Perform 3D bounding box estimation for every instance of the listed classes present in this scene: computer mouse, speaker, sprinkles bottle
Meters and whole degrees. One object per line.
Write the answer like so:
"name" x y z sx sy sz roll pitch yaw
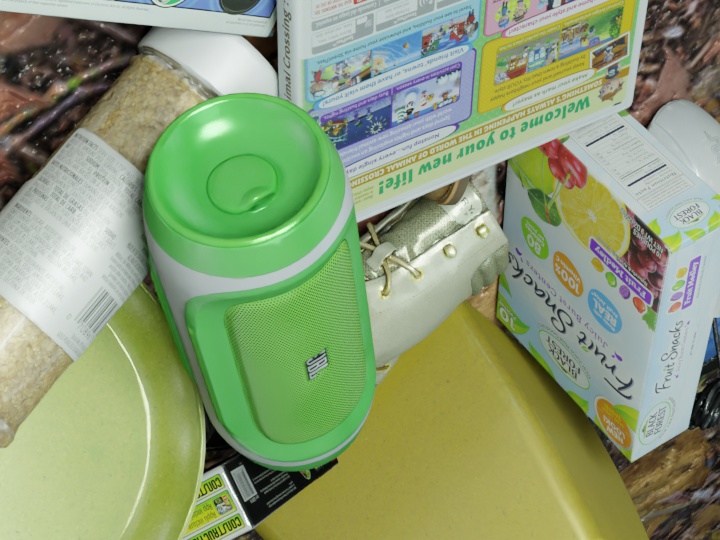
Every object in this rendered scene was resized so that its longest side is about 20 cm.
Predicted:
"computer mouse" 0.225 -0.009 1.002 0.109 0.044 0.202 -22 103 -36
"speaker" -0.039 0.013 0.690 0.088 0.089 0.201 -31 151 -13
"sprinkles bottle" -0.116 -0.021 0.688 0.200 0.068 0.068 -52 148 -12

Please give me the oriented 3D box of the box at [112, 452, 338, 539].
"box" -0.085 0.128 0.860 0.110 0.035 0.200 -29 177 11

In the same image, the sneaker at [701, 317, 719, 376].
"sneaker" 0.250 -0.002 1.110 0.201 0.077 0.111 -55 151 8

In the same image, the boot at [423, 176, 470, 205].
"boot" 0.023 -0.111 0.783 0.075 0.074 0.201 -10 136 -8

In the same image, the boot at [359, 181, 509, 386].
"boot" 0.000 0.000 0.868 0.154 0.072 0.200 -40 151 1

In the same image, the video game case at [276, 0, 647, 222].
"video game case" 0.052 -0.119 0.713 0.199 0.022 0.183 -24 138 -24

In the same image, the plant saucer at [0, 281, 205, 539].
"plant saucer" -0.168 0.076 0.723 0.199 0.201 0.031 -21 180 -27

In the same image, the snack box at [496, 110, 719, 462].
"snack box" 0.144 0.000 0.944 0.053 0.142 0.201 -26 144 -19

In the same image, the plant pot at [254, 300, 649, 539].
"plant pot" 0.077 0.170 1.043 0.200 0.177 0.200 -45 147 7

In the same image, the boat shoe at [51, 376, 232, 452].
"boat shoe" -0.110 0.076 0.850 0.072 0.066 0.200 -51 146 11

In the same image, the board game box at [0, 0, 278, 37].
"board game box" -0.083 -0.189 0.584 0.199 0.056 0.197 -2 130 -44
